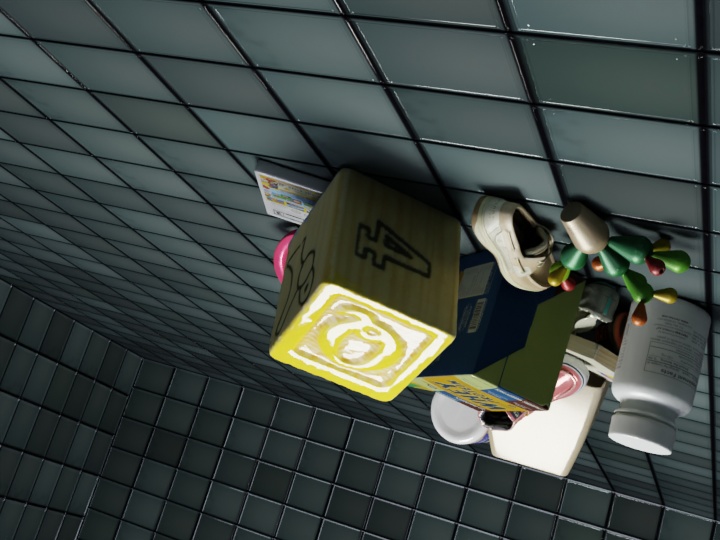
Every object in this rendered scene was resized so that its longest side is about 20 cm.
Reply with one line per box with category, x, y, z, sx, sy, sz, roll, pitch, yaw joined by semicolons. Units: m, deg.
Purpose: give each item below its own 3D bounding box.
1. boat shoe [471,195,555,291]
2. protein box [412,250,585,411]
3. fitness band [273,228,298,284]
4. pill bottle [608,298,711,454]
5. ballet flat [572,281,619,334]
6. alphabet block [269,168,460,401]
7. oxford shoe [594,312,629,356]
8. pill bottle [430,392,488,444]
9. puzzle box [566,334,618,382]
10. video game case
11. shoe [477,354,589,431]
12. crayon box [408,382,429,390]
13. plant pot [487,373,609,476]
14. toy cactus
boat shoe;0.214;-0.029;1.289;0.064;0.073;0.200;7;156;39
protein box;0.197;0.089;1.468;0.133;0.201;0.199;25;164;-18
fitness band;-0.058;0.014;1.652;0.199;0.037;0.145;35;140;12
pill bottle;0.414;0.147;1.404;0.112;0.203;0.115;17;166;4
ballet flat;0.319;0.064;1.496;0.066;0.065;0.200;21;165;-9
alphabet block;0.008;0.022;1.347;0.194;0.202;0.196;21;139;-16
oxford shoe;0.393;0.108;1.551;0.071;0.072;0.200;13;165;25
pill bottle;0.211;0.258;1.840;0.114;0.118;0.199;11;177;25
puzzle box;0.363;0.138;1.524;0.199;0.026;0.132;30;175;-38
video game case;-0.052;-0.093;1.478;0.197;0.023;0.182;18;165;6
shoe;0.262;0.193;1.539;0.072;0.091;0.199;51;145;-7
crayon box;0.131;0.167;1.966;0.198;0.129;0.051;7;162;39
plant pot;0.317;0.233;1.724;0.197;0.180;0.200;13;-165;20
toy cactus;0.293;-0.014;1.221;0.165;0.103;0.199;42;161;-31
